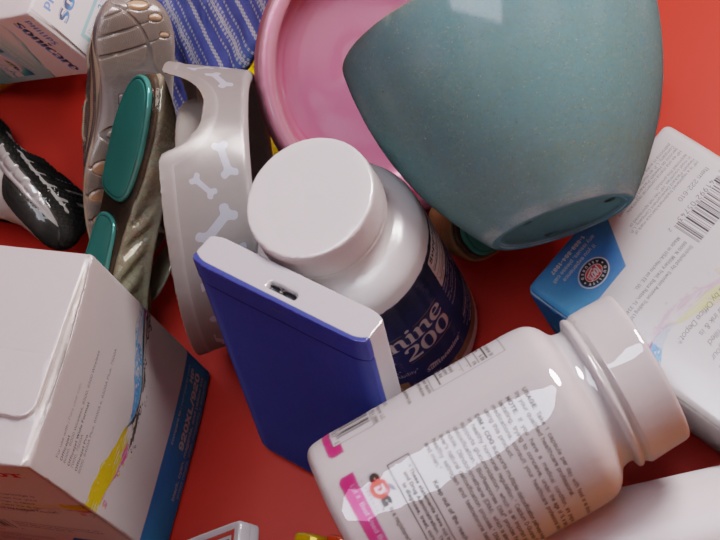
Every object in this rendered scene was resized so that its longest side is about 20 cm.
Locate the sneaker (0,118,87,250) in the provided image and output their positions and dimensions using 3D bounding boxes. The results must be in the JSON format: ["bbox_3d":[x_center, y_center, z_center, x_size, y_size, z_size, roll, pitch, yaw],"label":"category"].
[{"bbox_3d":[-0.282,-0.064,1.339,0.200,0.074,0.080,39,96,35],"label":"sneaker"}]

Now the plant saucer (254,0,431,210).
[{"bbox_3d":[0.017,-0.140,1.214,0.201,0.200,0.051,-52,20,-10],"label":"plant saucer"}]

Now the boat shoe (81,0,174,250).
[{"bbox_3d":[-0.169,-0.104,1.286,0.074,0.073,0.202,4,99,-16],"label":"boat shoe"}]

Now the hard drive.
[{"bbox_3d":[-0.028,0.072,1.092,0.131,0.201,0.025,25,60,29],"label":"hard drive"}]

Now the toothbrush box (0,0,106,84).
[{"bbox_3d":[-0.270,-0.230,1.367,0.199,0.085,0.147,-3,62,41],"label":"toothbrush box"}]

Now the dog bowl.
[{"bbox_3d":[-0.091,-0.045,1.182,0.058,0.200,0.201,-6,62,3],"label":"dog bowl"}]

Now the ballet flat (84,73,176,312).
[{"bbox_3d":[-0.155,-0.044,1.237,0.067,0.062,0.201,40,117,52],"label":"ballet flat"}]

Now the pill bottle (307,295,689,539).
[{"bbox_3d":[0.080,0.104,1.003,0.199,0.114,0.114,-29,58,1],"label":"pill bottle"}]

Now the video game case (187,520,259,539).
[{"bbox_3d":[-0.117,0.268,1.089,0.143,0.017,0.201,-27,50,48],"label":"video game case"}]

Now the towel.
[{"bbox_3d":[-0.129,-0.177,1.291,0.200,0.024,0.145,-54,51,36],"label":"towel"}]

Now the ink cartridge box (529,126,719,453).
[{"bbox_3d":[0.231,0.027,1.089,0.200,0.085,0.145,37,82,32],"label":"ink cartridge box"}]

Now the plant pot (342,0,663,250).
[{"bbox_3d":[0.103,-0.091,1.069,0.199,0.200,0.136,-20,78,10],"label":"plant pot"}]

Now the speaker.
[{"bbox_3d":[0.138,0.176,1.051,0.199,0.081,0.082,-15,61,13],"label":"speaker"}]

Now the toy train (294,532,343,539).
[{"bbox_3d":[-0.046,0.255,1.077,0.200,0.055,0.151,-44,42,23],"label":"toy train"}]

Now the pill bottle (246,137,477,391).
[{"bbox_3d":[0.000,0.000,1.118,0.110,0.200,0.112,-8,62,16],"label":"pill bottle"}]

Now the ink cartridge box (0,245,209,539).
[{"bbox_3d":[-0.215,0.088,1.152,0.146,0.200,0.146,5,66,21],"label":"ink cartridge box"}]

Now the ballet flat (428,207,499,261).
[{"bbox_3d":[0.122,-0.088,1.199,0.200,0.069,0.063,-41,24,-11],"label":"ballet flat"}]
